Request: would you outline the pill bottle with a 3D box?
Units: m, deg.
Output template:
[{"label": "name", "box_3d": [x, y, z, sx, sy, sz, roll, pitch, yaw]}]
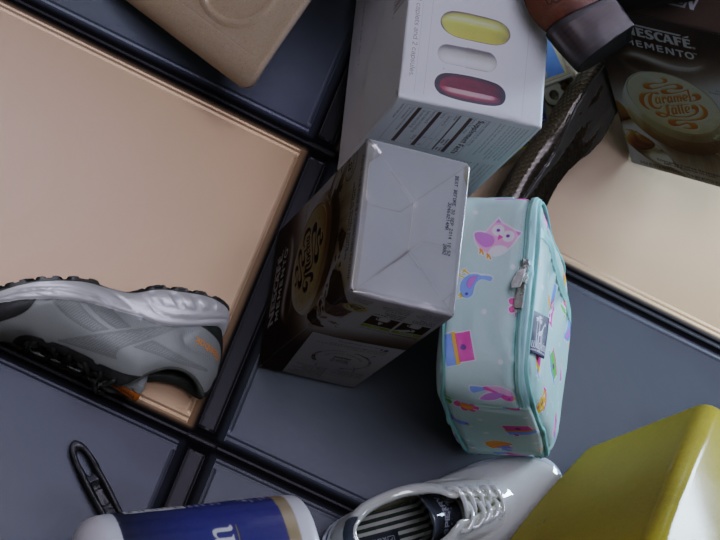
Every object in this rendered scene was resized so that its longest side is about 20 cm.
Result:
[{"label": "pill bottle", "box_3d": [-0.131, 0.214, 1.437, 0.199, 0.111, 0.112, -5, 75, -18]}]

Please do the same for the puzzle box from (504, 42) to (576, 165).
[{"label": "puzzle box", "box_3d": [0.090, -0.180, 1.712, 0.133, 0.025, 0.201, -22, 81, -22]}]

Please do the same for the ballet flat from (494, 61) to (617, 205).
[{"label": "ballet flat", "box_3d": [0.144, -0.092, 1.668, 0.046, 0.067, 0.200, 24, 75, 33]}]

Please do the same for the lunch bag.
[{"label": "lunch bag", "box_3d": [0.106, 0.039, 1.552, 0.077, 0.200, 0.161, 5, 68, 12]}]

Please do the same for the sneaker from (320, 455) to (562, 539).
[{"label": "sneaker", "box_3d": [0.069, 0.181, 1.565, 0.199, 0.071, 0.073, -19, 80, -24]}]

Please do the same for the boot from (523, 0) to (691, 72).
[{"label": "boot", "box_3d": [0.169, -0.268, 1.537, 0.188, 0.068, 0.200, -34, 80, 2]}]

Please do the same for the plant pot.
[{"label": "plant pot", "box_3d": [0.223, 0.215, 1.531, 0.200, 0.200, 0.177, 40, 51, -19]}]

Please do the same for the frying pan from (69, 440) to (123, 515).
[{"label": "frying pan", "box_3d": [-0.138, 0.208, 1.515, 0.114, 0.031, 0.191, -2, 77, -19]}]

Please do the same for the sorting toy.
[{"label": "sorting toy", "box_3d": [-0.095, -0.264, 1.600, 0.185, 0.036, 0.200, 38, 103, 15]}]

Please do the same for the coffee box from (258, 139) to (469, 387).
[{"label": "coffee box", "box_3d": [0.000, 0.000, 1.529, 0.079, 0.200, 0.114, 13, 68, -16]}]

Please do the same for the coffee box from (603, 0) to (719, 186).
[{"label": "coffee box", "box_3d": [0.253, -0.157, 1.648, 0.114, 0.200, 0.080, 17, 63, 29]}]

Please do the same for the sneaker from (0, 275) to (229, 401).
[{"label": "sneaker", "box_3d": [-0.189, 0.049, 1.523, 0.199, 0.074, 0.080, 6, 77, -17]}]

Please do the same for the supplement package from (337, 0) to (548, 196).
[{"label": "supplement package", "box_3d": [0.065, -0.180, 1.604, 0.110, 0.156, 0.201, 11, 70, -15]}]
